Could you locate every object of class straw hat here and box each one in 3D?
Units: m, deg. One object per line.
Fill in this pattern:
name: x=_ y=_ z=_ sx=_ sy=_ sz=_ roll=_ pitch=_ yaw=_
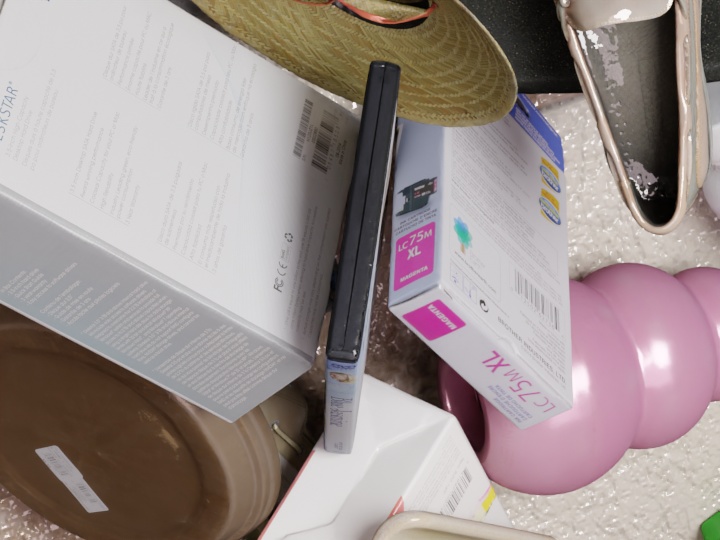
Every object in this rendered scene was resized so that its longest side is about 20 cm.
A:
straw hat: x=0.002 y=-0.154 z=0.985 sx=0.200 sy=0.201 sz=0.086 roll=33 pitch=73 yaw=-25

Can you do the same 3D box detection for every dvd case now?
dvd case: x=0.000 y=0.000 z=1.059 sx=0.017 sy=0.200 sz=0.144 roll=8 pitch=73 yaw=2

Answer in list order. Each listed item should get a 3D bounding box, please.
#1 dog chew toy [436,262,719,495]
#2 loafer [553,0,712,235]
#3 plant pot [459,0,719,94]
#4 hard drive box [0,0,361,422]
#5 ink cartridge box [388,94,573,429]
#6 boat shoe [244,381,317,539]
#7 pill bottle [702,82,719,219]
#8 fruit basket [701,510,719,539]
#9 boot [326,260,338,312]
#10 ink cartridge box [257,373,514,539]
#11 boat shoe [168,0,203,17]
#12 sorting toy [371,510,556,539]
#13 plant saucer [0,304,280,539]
dog chew toy: x=0.146 y=0.052 z=1.230 sx=0.198 sy=0.124 sz=0.126 roll=-15 pitch=114 yaw=-21
loafer: x=0.126 y=-0.112 z=0.999 sx=0.071 sy=0.063 sz=0.201 roll=-11 pitch=117 yaw=15
plant pot: x=0.119 y=-0.197 z=1.091 sx=0.176 sy=0.200 sz=0.201 roll=-20 pitch=116 yaw=5
hard drive box: x=-0.108 y=-0.046 z=1.021 sx=0.199 sy=0.157 sz=0.077 roll=31 pitch=139 yaw=-24
ink cartridge box: x=0.065 y=-0.029 z=1.139 sx=0.042 sy=0.201 sz=0.119 roll=-24 pitch=132 yaw=30
boat shoe: x=-0.071 y=0.077 z=1.179 sx=0.068 sy=0.074 sz=0.201 roll=-48 pitch=144 yaw=-18
pill bottle: x=0.266 y=-0.045 z=1.230 sx=0.111 sy=0.111 sz=0.200 roll=-45 pitch=116 yaw=3
fruit basket: x=0.330 y=0.190 z=1.292 sx=0.215 sy=0.216 sz=0.156 roll=-36 pitch=117 yaw=-2
boot: x=-0.106 y=-0.017 z=1.130 sx=0.198 sy=0.096 sz=0.074 roll=4 pitch=109 yaw=-19
ink cartridge box: x=0.023 y=0.161 z=1.209 sx=0.117 sy=0.067 sz=0.200 roll=-57 pitch=149 yaw=-19
boat shoe: x=-0.140 y=-0.200 z=1.069 sx=0.086 sy=0.075 sz=0.203 roll=-32 pitch=126 yaw=-1
sorting toy: x=0.029 y=0.228 z=1.160 sx=0.185 sy=0.036 sz=0.201 roll=20 pitch=96 yaw=-59
plant saucer: x=-0.136 y=0.083 z=1.123 sx=0.201 sy=0.199 sz=0.030 roll=54 pitch=44 yaw=-26
